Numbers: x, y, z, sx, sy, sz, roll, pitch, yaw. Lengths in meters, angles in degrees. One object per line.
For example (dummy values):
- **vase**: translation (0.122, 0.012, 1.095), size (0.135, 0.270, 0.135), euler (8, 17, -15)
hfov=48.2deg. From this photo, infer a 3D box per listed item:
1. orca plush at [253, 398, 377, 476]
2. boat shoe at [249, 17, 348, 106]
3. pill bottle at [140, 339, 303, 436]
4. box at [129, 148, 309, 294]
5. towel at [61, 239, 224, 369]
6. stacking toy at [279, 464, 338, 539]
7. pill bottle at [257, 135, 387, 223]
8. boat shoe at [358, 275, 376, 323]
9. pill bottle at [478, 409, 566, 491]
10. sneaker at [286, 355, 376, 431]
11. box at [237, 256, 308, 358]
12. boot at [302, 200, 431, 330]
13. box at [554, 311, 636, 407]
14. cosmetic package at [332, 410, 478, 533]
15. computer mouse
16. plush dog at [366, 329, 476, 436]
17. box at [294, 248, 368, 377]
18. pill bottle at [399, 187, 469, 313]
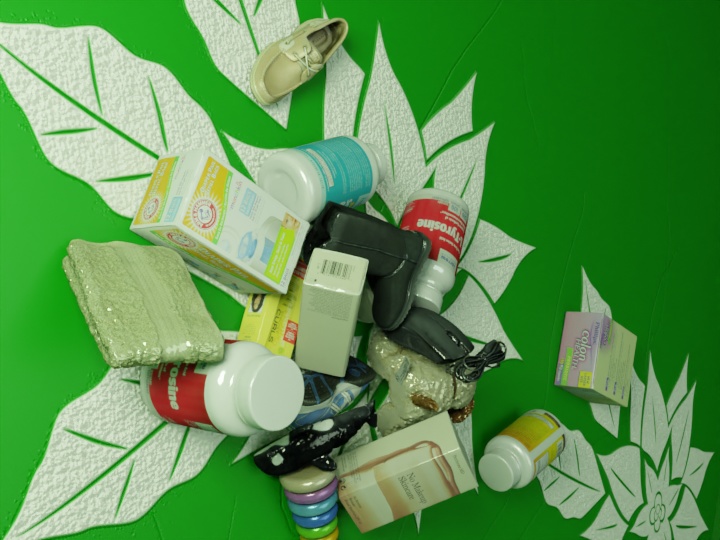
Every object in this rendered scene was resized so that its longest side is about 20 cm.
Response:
- **orca plush**: translation (-0.052, 0.262, 1.177), size (0.200, 0.105, 0.071), euler (-14, 65, -36)
- **boat shoe**: translation (-0.088, -0.314, 1.184), size (0.200, 0.065, 0.072), euler (-51, 126, -35)
- **pill bottle**: translation (-0.168, 0.140, 0.981), size (0.112, 0.200, 0.113), euler (1, 89, -48)
- **box**: translation (-0.180, -0.058, 1.053), size (0.200, 0.101, 0.113), euler (36, 63, -42)
- **towel**: translation (-0.248, 0.033, 0.920), size (0.148, 0.200, 0.037), euler (0, 130, -37)
- **stacking toy**: translation (-0.062, 0.382, 1.207), size (0.085, 0.085, 0.201), euler (-28, 114, -45)
- **pill bottle**: translation (-0.048, -0.138, 1.195), size (0.200, 0.111, 0.111), euler (-24, 108, -45)
- **boat shoe**: translation (0.000, -0.013, 1.277), size (0.060, 0.074, 0.201), euler (-44, 124, -39)
- **pill bottle**: translation (0.322, 0.362, 1.611), size (0.200, 0.109, 0.110), euler (-21, 106, -46)
- **sneaker**: translation (-0.051, 0.186, 1.235), size (0.200, 0.076, 0.077), euler (-16, 133, -52)
- **box**: translation (-0.127, 0.073, 1.151), size (0.075, 0.050, 0.201), euler (30, 68, -43)
- **boot**: translation (0.000, -0.001, 1.182), size (0.200, 0.066, 0.165), euler (13, 99, -46)
- **box**: translation (0.552, 0.209, 1.881), size (0.200, 0.096, 0.177), euler (27, 70, -46)
- **cosmetic package**: translation (0.069, 0.314, 1.252), size (0.087, 0.199, 0.104), euler (-107, 170, -57)
- **computer mouse**: translation (0.125, 0.101, 1.275), size (0.138, 0.200, 0.053), euler (-23, 128, -51)
- **plush dog**: translation (0.123, 0.184, 1.338), size (0.171, 0.160, 0.201), euler (-15, 100, -36)
- **box**: translation (-0.044, 0.064, 1.140), size (0.200, 0.082, 0.069), euler (103, 1, -49)
- **pill bottle**: translation (0.113, -0.029, 1.362), size (0.112, 0.112, 0.201), euler (39, 56, -41)
